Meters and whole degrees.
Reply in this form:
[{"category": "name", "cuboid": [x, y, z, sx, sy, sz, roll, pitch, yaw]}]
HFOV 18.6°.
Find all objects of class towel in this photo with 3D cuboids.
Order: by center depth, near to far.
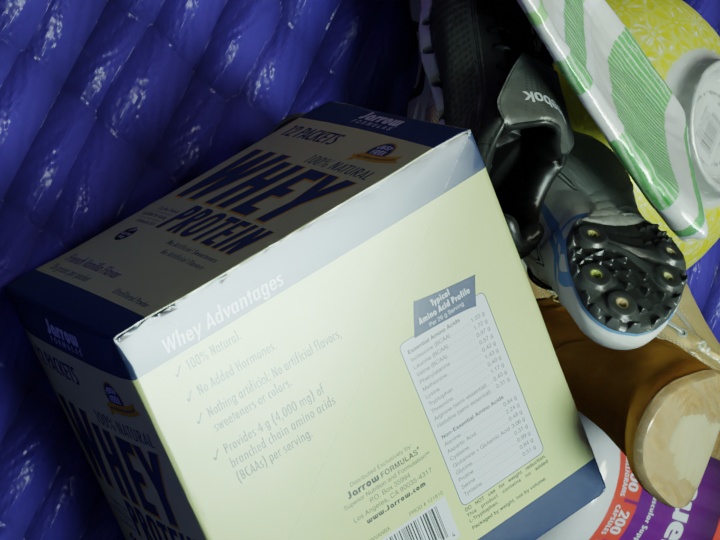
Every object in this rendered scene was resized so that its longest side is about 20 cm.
[{"category": "towel", "cuboid": [0.121, -0.120, 1.148, 0.200, 0.023, 0.153, 55, 19, -22]}]

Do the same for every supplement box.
[{"category": "supplement box", "cuboid": [-0.024, 0.056, 1.046, 0.199, 0.134, 0.201, -31, 113, -22]}]

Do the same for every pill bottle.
[{"category": "pill bottle", "cuboid": [0.152, 0.130, 1.279, 0.199, 0.112, 0.113, 20, 75, -43]}]

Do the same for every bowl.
[{"category": "bowl", "cuboid": [0.177, -0.082, 1.313, 0.199, 0.107, 0.201, 1, 89, -45]}]

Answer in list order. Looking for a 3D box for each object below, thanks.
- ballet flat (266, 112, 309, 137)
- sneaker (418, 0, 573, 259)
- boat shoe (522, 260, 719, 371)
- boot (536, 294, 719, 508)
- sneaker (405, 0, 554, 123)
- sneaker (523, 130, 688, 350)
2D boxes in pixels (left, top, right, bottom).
[{"category": "ballet flat", "cuboid": [0.000, 0.000, 1.173, 0.064, 0.067, 0.201, -65, 137, -61]}, {"category": "sneaker", "cuboid": [0.074, -0.090, 1.137, 0.066, 0.090, 0.201, 13, 77, -35]}, {"category": "boat shoe", "cuboid": [0.172, 0.035, 1.268, 0.199, 0.072, 0.076, 24, 88, -11]}, {"category": "boot", "cuboid": [0.119, 0.059, 1.117, 0.201, 0.143, 0.071, 7, 106, -66]}, {"category": "sneaker", "cuboid": [0.071, -0.098, 1.226, 0.074, 0.080, 0.201, -8, 96, -48]}, {"category": "sneaker", "cuboid": [0.119, -0.005, 1.143, 0.072, 0.200, 0.073, 18, 113, -12]}]
